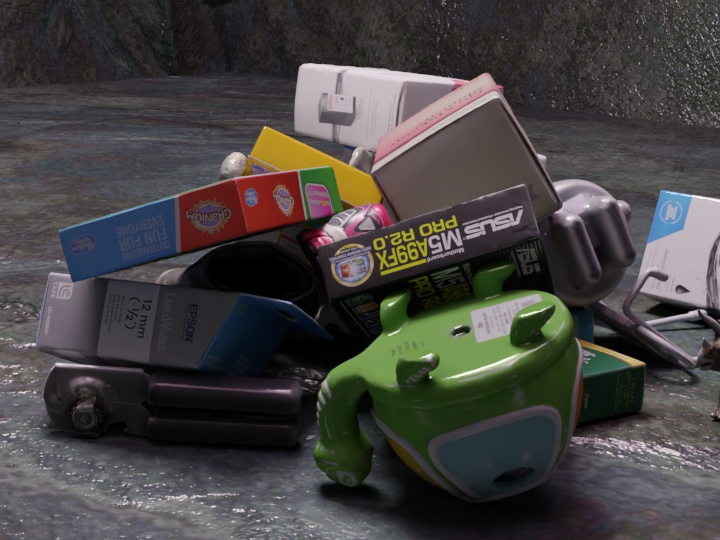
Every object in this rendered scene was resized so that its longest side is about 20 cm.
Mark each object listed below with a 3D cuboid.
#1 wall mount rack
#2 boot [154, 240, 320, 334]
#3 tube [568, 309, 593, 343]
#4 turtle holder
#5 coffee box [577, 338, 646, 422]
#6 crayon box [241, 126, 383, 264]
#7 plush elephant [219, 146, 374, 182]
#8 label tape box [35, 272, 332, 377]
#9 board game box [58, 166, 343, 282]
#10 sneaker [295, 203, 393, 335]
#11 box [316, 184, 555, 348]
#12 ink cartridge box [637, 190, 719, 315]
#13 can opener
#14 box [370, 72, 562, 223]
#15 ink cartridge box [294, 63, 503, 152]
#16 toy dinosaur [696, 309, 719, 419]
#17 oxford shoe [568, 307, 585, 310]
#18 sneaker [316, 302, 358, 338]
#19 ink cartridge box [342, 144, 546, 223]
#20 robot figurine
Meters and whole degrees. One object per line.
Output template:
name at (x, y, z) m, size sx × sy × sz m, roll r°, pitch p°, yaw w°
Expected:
wall mount rack at (0.296, 0.044, 1.244) m, size 0.173 × 0.075 × 0.200 m, roll 34°, pitch 2°, yaw -24°
boot at (-0.084, 0.014, 1.124) m, size 0.180 × 0.074 × 0.200 m, roll -2°, pitch -12°, yaw -27°
tube at (0.115, 0.059, 1.184) m, size 0.197 × 0.051 × 0.078 m, roll 3°, pitch 36°, yaw 4°
turtle holder at (0.065, 0.090, 0.863) m, size 0.184 × 0.133 × 0.141 m, roll -27°, pitch 23°, yaw -22°
coffee box at (0.124, 0.093, 1.055) m, size 0.198 × 0.045 × 0.123 m, roll -6°, pitch 15°, yaw -33°
crayon box at (-0.050, -0.060, 1.182) m, size 0.125 × 0.052 × 0.200 m, roll 25°, pitch -21°, yaw -2°
plush elephant at (-0.059, -0.056, 1.358) m, size 0.198 × 0.166 × 0.155 m, roll 18°, pitch -29°, yaw -9°
label tape box at (-0.135, 0.055, 1.018) m, size 0.197 × 0.067 × 0.143 m, roll 8°, pitch -11°, yaw 13°
board game box at (-0.118, -0.039, 1.000) m, size 0.151 × 0.041 × 0.200 m, roll -14°, pitch 2°, yaw 21°
sneaker at (0.000, 0.000, 1.106) m, size 0.074 × 0.081 × 0.200 m, roll -30°, pitch -11°, yaw -4°
box at (0.066, 0.009, 0.986) m, size 0.158 × 0.045 × 0.200 m, roll -16°, pitch -19°, yaw 7°
ink cartridge box at (0.402, -0.008, 1.340) m, size 0.198 × 0.118 × 0.068 m, roll 13°, pitch -3°, yaw 38°
can opener at (-0.142, 0.096, 0.973) m, size 0.197 × 0.054 × 0.067 m, roll 4°, pitch 17°, yaw 0°
box at (0.090, -0.089, 1.126) m, size 0.127 × 0.110 × 0.200 m, roll -30°, pitch 10°, yaw 9°
ink cartridge box at (0.038, -0.177, 1.417) m, size 0.144 × 0.086 × 0.199 m, roll -2°, pitch 15°, yaw -36°
toy dinosaur at (0.329, 0.067, 1.077) m, size 0.076 × 0.104 × 0.200 m, roll 8°, pitch 16°, yaw 21°
oxford shoe at (0.158, 0.004, 1.349) m, size 0.198 × 0.085 × 0.073 m, roll 18°, pitch 38°, yaw 4°
sneaker at (0.016, 0.016, 1.276) m, size 0.074 × 0.082 × 0.200 m, roll 11°, pitch 17°, yaw 24°
ink cartridge box at (0.094, -0.071, 1.499) m, size 0.198 × 0.148 × 0.146 m, roll -4°, pitch 15°, yaw -27°
robot figurine at (0.173, -0.022, 1.194) m, size 0.168 × 0.114 × 0.200 m, roll -22°, pitch 6°, yaw -20°
